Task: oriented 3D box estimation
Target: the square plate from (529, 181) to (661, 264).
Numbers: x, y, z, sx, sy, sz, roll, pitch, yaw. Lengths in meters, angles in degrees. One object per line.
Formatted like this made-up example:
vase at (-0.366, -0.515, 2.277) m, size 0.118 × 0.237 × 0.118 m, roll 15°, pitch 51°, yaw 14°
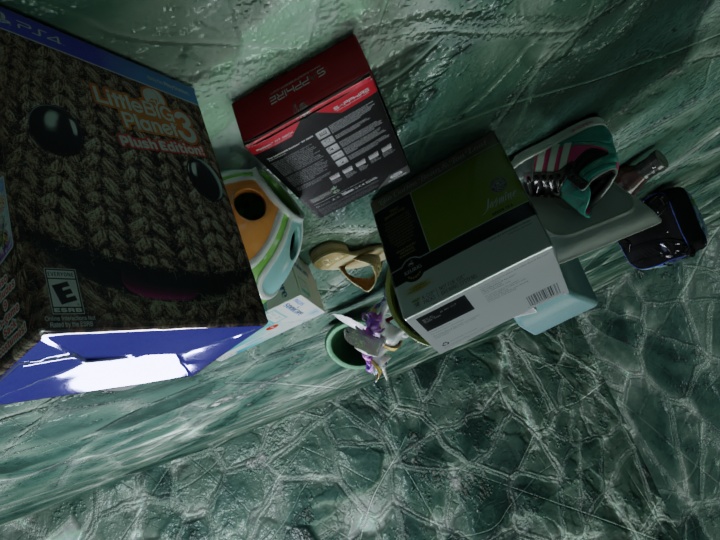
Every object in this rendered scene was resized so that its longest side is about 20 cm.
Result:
square plate at (0.327, -0.107, 0.858) m, size 0.192 × 0.202 × 0.029 m, roll -21°, pitch 133°, yaw -7°

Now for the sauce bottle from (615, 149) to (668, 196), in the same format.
sauce bottle at (0.523, -0.166, 1.110) m, size 0.064 × 0.068 × 0.200 m, roll -10°, pitch 158°, yaw -35°

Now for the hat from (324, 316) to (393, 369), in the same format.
hat at (-0.003, 0.137, 1.412) m, size 0.162 × 0.179 × 0.202 m, roll -25°, pitch 126°, yaw 17°

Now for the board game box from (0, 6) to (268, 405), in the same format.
board game box at (-0.171, -0.035, 0.360) m, size 0.096 × 0.205 × 0.158 m, roll -31°, pitch 162°, yaw 28°

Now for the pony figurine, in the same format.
pony figurine at (0.040, 0.127, 1.193) m, size 0.202 × 0.191 × 0.167 m, roll -51°, pitch -156°, yaw 5°

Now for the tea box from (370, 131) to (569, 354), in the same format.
tea box at (0.141, -0.034, 0.734) m, size 0.196 × 0.202 × 0.133 m, roll -26°, pitch 144°, yaw 17°

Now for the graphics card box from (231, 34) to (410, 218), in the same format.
graphics card box at (-0.026, -0.126, 0.538) m, size 0.122 × 0.052 × 0.200 m, roll -26°, pitch 162°, yaw 9°

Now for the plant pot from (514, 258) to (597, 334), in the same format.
plant pot at (0.452, 0.028, 1.394) m, size 0.193 × 0.202 × 0.197 m, roll -32°, pitch 152°, yaw 31°

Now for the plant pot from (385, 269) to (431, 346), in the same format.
plant pot at (0.136, 0.055, 1.052) m, size 0.194 × 0.206 × 0.190 m, roll -20°, pitch 167°, yaw -7°

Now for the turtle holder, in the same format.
turtle holder at (-0.117, -0.028, 0.567) m, size 0.131 × 0.142 × 0.185 m, roll -42°, pitch 151°, yaw 7°

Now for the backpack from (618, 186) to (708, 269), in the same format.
backpack at (0.799, -0.103, 1.453) m, size 0.143 × 0.189 × 0.200 m, roll -13°, pitch 166°, yaw -24°

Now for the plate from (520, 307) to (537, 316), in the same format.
plate at (0.253, 0.033, 1.160) m, size 0.033 × 0.197 × 0.200 m, roll -56°, pitch -174°, yaw -19°

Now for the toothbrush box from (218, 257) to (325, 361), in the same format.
toothbrush box at (-0.168, 0.054, 0.834) m, size 0.195 × 0.087 × 0.147 m, roll -25°, pitch 163°, yaw 3°

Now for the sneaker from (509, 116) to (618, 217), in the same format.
sneaker at (0.293, -0.126, 0.809) m, size 0.196 × 0.124 × 0.083 m, roll -29°, pitch 149°, yaw 17°

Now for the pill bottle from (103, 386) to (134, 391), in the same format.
pill bottle at (-0.316, 0.086, 0.675) m, size 0.117 × 0.123 × 0.200 m, roll -25°, pitch 163°, yaw 9°

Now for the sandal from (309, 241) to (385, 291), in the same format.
sandal at (-0.004, 0.003, 0.916) m, size 0.077 × 0.072 × 0.209 m, roll -31°, pitch 161°, yaw 29°
